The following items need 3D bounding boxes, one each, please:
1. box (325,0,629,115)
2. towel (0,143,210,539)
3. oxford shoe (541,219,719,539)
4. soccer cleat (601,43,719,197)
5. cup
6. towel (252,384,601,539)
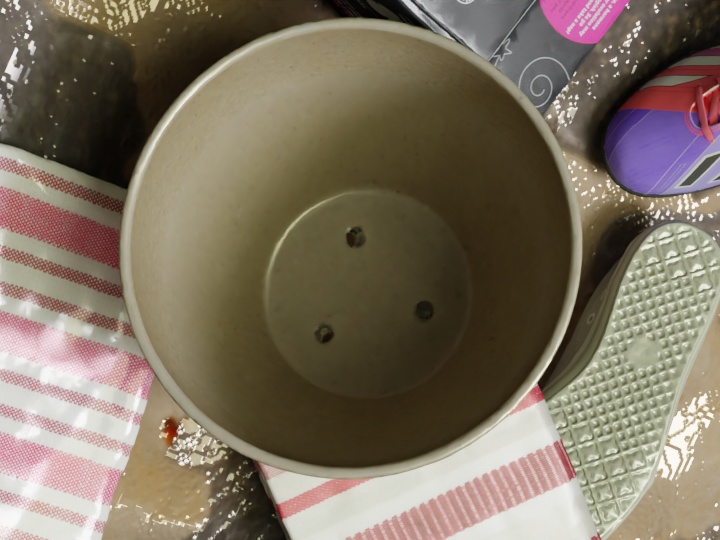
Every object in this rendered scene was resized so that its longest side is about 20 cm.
[{"bbox_3d":[0.068,-0.189,1.359,0.132,0.115,0.200,42,80,-32],"label":"box"},{"bbox_3d":[-0.157,0.050,1.344,0.146,0.030,0.201,17,95,-35],"label":"towel"},{"bbox_3d":[0.122,0.067,1.491,0.075,0.058,0.201,29,80,-3],"label":"oxford shoe"},{"bbox_3d":[0.214,-0.091,1.467,0.199,0.073,0.069,-19,88,1],"label":"soccer cleat"},{"bbox_3d":[0.000,0.000,1.338,0.199,0.143,0.201,-1,81,4],"label":"cup"},{"bbox_3d":[0.040,0.129,1.438,0.144,0.023,0.201,-24,97,-9],"label":"towel"}]
